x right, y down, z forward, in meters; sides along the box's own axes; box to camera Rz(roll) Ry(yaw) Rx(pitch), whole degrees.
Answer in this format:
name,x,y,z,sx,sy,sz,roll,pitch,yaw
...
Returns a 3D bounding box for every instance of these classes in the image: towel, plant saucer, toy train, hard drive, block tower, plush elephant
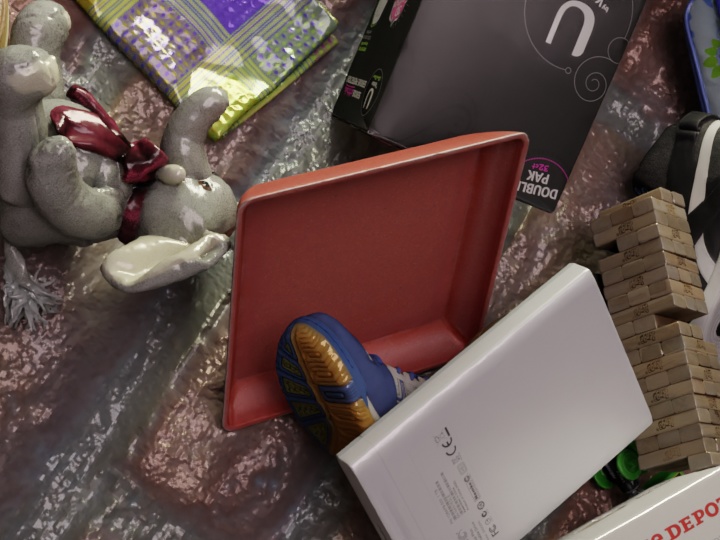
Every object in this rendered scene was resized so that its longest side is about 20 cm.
name,x,y,z,sx,sy,sz,roll,pitch,yaw
towel,-0.121,-0.201,0.967,0.144,0.023,0.200,-43,94,-26
plant saucer,0.000,0.000,0.890,0.198,0.201,0.037,-15,49,-24
toy train,0.221,0.178,1.000,0.056,0.042,0.201,-33,90,-36
hard drive,0.090,0.106,0.882,0.199,0.027,0.133,-37,119,-17
block tower,0.213,0.046,0.976,0.054,0.058,0.202,11,63,-48
plush elephant,-0.141,-0.056,0.850,0.153,0.165,0.202,1,104,-8

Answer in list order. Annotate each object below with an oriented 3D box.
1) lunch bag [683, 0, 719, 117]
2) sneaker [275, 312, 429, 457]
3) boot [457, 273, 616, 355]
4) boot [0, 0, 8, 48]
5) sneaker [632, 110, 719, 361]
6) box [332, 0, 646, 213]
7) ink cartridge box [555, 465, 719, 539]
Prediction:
name,x,y,z,sx,sy,sz,roll,pitch,yaw
lunch bag,0.339,-0.137,1.069,0.082,0.159,0.202,13,67,-63
sneaker,0.019,0.091,0.904,0.088,0.075,0.201,-48,123,-26
boot,0.135,0.053,0.988,0.199,0.075,0.074,-11,74,-43
boot,-0.253,-0.119,0.817,0.072,0.155,0.202,26,68,-14
sneaker,0.250,-0.020,1.049,0.073,0.112,0.202,-2,111,-41
box,0.092,-0.164,0.949,0.147,0.124,0.202,22,96,-16
ink cartridge box,0.206,0.244,0.870,0.146,0.083,0.201,-23,81,-25
